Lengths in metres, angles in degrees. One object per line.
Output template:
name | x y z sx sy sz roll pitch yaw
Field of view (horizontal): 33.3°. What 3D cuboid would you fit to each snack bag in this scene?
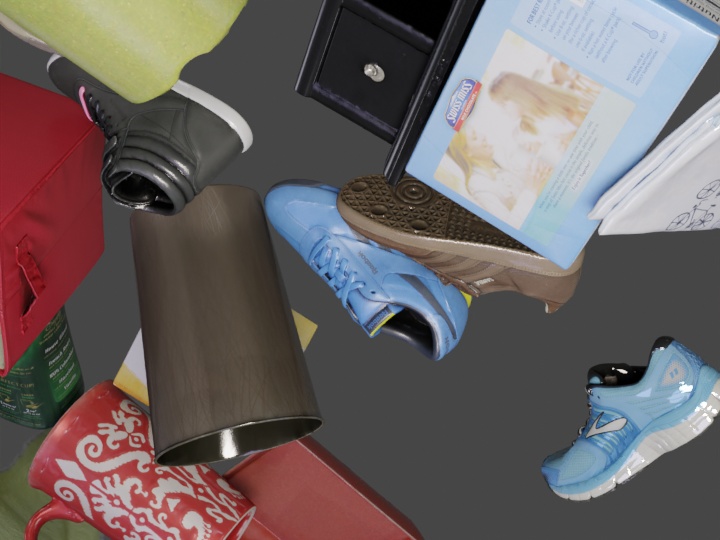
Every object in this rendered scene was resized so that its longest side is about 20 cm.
snack bag | 0.257 -0.088 0.729 0.200 0.188 0.022 -47 60 36

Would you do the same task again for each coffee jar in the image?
coffee jar | -0.337 0.058 1.189 0.104 0.085 0.201 18 134 15

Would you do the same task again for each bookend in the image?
bookend | -0.012 -0.197 0.805 0.199 0.092 0.199 31 136 6

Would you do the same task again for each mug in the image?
mug | -0.226 0.239 1.215 0.199 0.133 0.178 34 99 9

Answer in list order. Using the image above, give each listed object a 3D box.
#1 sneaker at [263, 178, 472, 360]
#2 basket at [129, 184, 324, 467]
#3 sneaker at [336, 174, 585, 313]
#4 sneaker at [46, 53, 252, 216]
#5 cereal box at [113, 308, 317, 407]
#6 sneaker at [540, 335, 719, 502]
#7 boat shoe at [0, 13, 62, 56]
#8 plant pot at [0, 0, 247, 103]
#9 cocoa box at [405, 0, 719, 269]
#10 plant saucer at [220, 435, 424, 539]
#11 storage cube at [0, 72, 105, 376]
sneaker | 0.000 0.000 0.985 0.199 0.079 0.066 35 136 -3
basket | -0.117 0.043 0.979 0.135 0.202 0.180 -7 165 -21
sneaker | 0.073 -0.013 0.943 0.199 0.071 0.076 17 134 13
sneaker | -0.192 -0.111 0.949 0.199 0.099 0.071 25 152 22
cereal box | -0.143 0.081 1.147 0.143 0.040 0.200 32 134 -2
sneaker | 0.216 0.118 1.000 0.090 0.078 0.200 49 130 7
boat shoe | -0.254 -0.230 0.915 0.199 0.075 0.073 28 129 -7
plant pot | -0.179 -0.223 0.822 0.200 0.201 0.184 -24 126 38
cocoa box | 0.137 -0.130 0.764 0.133 0.131 0.201 31 134 6
plant saucer | -0.051 0.254 1.252 0.199 0.037 0.200 41 134 -11
storage cube | -0.333 -0.051 1.031 0.199 0.180 0.172 20 133 8
